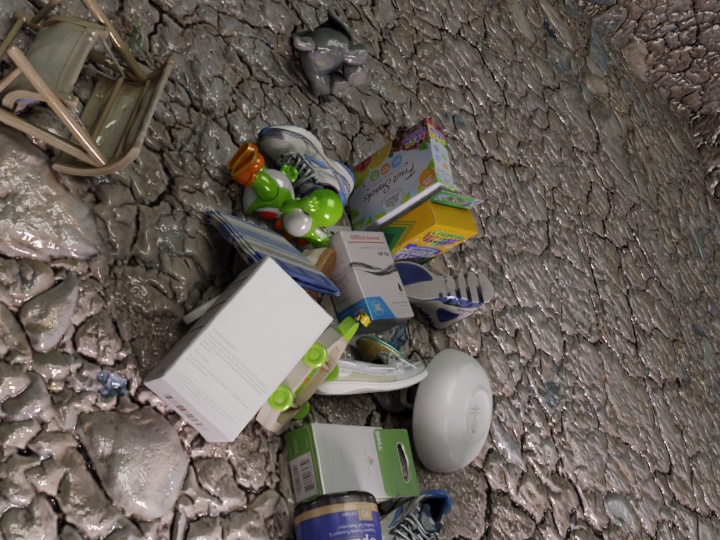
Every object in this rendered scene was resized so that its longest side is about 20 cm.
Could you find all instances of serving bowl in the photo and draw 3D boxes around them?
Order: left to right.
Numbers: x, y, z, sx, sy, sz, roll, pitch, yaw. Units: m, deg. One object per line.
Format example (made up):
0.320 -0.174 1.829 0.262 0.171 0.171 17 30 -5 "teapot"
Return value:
0.162 0.230 1.362 0.200 0.066 0.201 -8 100 -54 "serving bowl"

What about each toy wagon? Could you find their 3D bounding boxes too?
-0.062 0.131 1.132 0.040 0.200 0.155 36 -9 12 "toy wagon"

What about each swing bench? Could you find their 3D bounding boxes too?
-0.370 -0.248 1.100 0.200 0.130 0.199 41 39 -31 "swing bench"

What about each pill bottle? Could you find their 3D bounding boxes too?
-0.019 0.391 1.064 0.112 0.112 0.201 17 53 -43 "pill bottle"

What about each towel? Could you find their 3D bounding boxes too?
-0.129 -0.025 1.215 0.147 0.024 0.200 20 13 -40 "towel"

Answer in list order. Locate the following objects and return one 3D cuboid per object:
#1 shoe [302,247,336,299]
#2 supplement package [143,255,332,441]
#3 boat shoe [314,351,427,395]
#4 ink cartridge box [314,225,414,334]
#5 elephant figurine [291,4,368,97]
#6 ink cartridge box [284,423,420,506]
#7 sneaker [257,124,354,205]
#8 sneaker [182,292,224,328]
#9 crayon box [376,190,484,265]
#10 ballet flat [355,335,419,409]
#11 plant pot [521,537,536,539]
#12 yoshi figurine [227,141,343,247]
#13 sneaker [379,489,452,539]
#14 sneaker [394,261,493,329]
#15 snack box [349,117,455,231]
-0.096 0.030 1.288 0.053 0.070 0.200 18 41 12 "shoe"
-0.152 0.098 1.045 0.117 0.117 0.200 45 65 -10 "supplement package"
0.011 0.148 1.265 0.201 0.074 0.065 -2 87 -25 "boat shoe"
0.000 0.000 1.404 0.116 0.068 0.201 -1 66 -50 "ink cartridge box"
-0.062 -0.434 1.618 0.141 0.155 0.200 -6 48 -5 "elephant figurine"
-0.009 0.279 1.200 0.200 0.059 0.104 14 55 -45 "ink cartridge box"
-0.088 -0.167 1.404 0.200 0.077 0.085 32 47 -31 "sneaker"
-0.154 0.066 1.181 0.200 0.071 0.099 -33 96 -51 "sneaker"
0.112 -0.063 1.470 0.126 0.200 0.052 6 60 -47 "crayon box"
0.067 0.179 1.363 0.200 0.071 0.071 37 41 -27 "ballet flat"
0.147 0.493 1.132 0.199 0.177 0.201 7 59 -47 "plant pot"
-0.104 -0.122 1.314 0.200 0.112 0.113 42 55 -28 "yoshi figurine"
0.067 0.368 1.203 0.077 0.085 0.200 57 37 -1 "sneaker"
0.127 0.056 1.510 0.199 0.115 0.081 9 51 -12 "sneaker"
0.066 -0.155 1.481 0.053 0.200 0.143 21 50 -41 "snack box"
